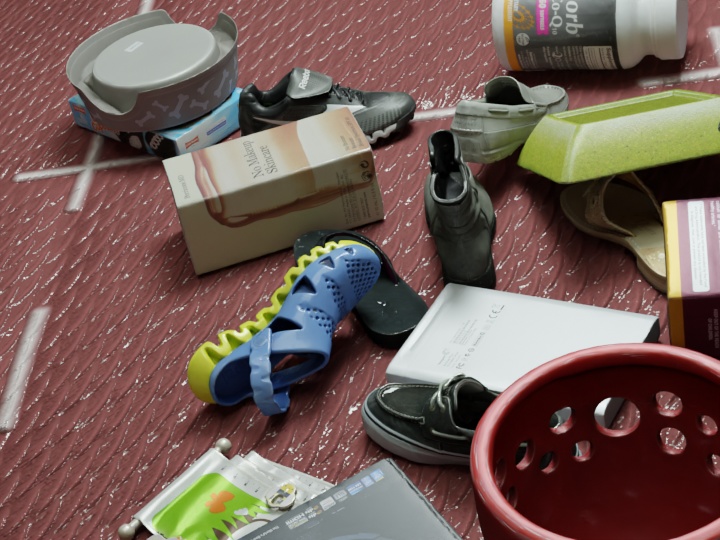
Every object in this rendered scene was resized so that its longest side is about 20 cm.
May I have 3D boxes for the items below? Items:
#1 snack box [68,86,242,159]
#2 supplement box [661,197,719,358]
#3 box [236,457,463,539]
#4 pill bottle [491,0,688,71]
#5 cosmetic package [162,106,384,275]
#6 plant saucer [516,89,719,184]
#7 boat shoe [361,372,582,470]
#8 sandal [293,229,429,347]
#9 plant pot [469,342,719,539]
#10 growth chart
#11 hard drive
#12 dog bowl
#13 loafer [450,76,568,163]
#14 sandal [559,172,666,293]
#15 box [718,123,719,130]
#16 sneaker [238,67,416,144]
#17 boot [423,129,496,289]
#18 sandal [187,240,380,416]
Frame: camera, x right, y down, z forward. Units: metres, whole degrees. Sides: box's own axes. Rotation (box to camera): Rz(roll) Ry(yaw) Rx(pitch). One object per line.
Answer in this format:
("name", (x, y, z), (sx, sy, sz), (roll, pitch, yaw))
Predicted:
("snack box", (-0.229, -0.186, 1.828), (0.199, 0.037, 0.116), (22, 47, 40))
("supplement box", (0.352, 0.002, 1.313), (0.198, 0.086, 0.111), (-4, 49, 12))
("box", (-0.018, 0.239, 1.137), (0.199, 0.044, 0.160), (-26, 45, -19))
("pill bottle", (0.250, -0.276, 1.731), (0.199, 0.117, 0.117), (1, 37, 19))
("cosmetic package", (-0.087, -0.081, 1.590), (0.199, 0.088, 0.104), (-18, 36, -7))
("plant saucer", (0.259, -0.133, 1.509), (0.198, 0.048, 0.200), (-12, 11, -5))
("boat shoe", (0.086, 0.114, 1.272), (0.199, 0.071, 0.072), (11, 41, 31))
("sandal", (0.001, 0.000, 1.481), (0.075, 0.048, 0.200), (-27, 38, -19))
("plant pot", (0.179, 0.178, 1.053), (0.199, 0.183, 0.201), (-7, 35, 5))
("growth chart", (-0.083, 0.197, 1.260), (0.199, 0.018, 0.145), (12, 43, 33))
("hard drive", (0.138, 0.070, 1.357), (0.199, 0.027, 0.132), (9, 40, 29))
("dog bowl", (-0.228, -0.225, 1.798), (0.199, 0.059, 0.201), (-9, 34, 6))
("loafer", (0.155, -0.164, 1.617), (0.070, 0.070, 0.200), (9, 23, 30))
("sandal", (0.250, -0.060, 1.467), (0.077, 0.070, 0.212), (-21, 35, -13))
("box", (0.419, -0.133, 1.432), (0.160, 0.044, 0.200), (40, 42, -1))
("sneaker", (-0.042, -0.177, 1.707), (0.198, 0.091, 0.067), (-8, 36, 7))
("boot", (0.089, -0.079, 1.491), (0.067, 0.131, 0.201), (-11, 34, 3))
("sandal", (-0.052, 0.057, 1.387), (0.200, 0.080, 0.087), (-45, 47, -12))
